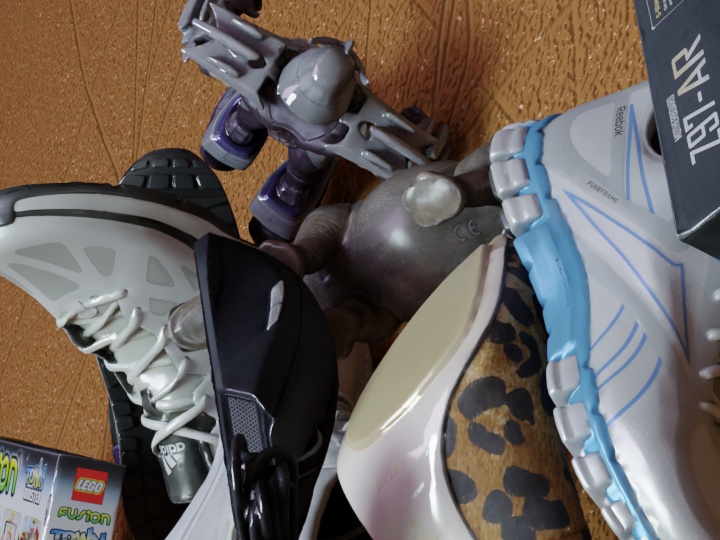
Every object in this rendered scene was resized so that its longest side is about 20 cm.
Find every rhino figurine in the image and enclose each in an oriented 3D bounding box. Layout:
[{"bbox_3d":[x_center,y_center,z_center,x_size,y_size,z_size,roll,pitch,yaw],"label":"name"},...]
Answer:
[{"bbox_3d":[0.000,0.000,0.833,0.199,0.087,0.060,-20,94,33],"label":"rhino figurine"}]

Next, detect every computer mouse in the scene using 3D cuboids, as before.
[{"bbox_3d":[-0.023,0.077,0.742,0.200,0.046,0.141,-107,9,-64],"label":"computer mouse"}]

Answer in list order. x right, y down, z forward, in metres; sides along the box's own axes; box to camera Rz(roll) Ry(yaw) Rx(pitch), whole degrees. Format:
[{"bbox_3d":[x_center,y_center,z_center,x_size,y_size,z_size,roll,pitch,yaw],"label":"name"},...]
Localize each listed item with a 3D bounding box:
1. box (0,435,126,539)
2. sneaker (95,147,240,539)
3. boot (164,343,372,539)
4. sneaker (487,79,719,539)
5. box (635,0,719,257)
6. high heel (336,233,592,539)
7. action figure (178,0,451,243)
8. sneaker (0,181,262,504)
[{"bbox_3d":[-0.171,0.142,1.076,0.200,0.035,0.111,179,103,-68],"label":"box"},{"bbox_3d":[-0.102,0.036,1.052,0.088,0.075,0.201,-137,46,-70],"label":"sneaker"},{"bbox_3d":[-0.012,0.080,0.866,0.095,0.074,0.200,-20,31,34],"label":"boot"},{"bbox_3d":[0.103,0.013,0.675,0.086,0.075,0.201,-30,54,22],"label":"sneaker"},{"bbox_3d":[0.149,-0.121,0.636,0.160,0.043,0.201,-42,38,38],"label":"box"},{"bbox_3d":[0.062,0.088,0.694,0.071,0.142,0.200,-36,23,41],"label":"high heel"},{"bbox_3d":[-0.029,-0.072,0.948,0.069,0.130,0.200,-49,3,-16],"label":"action figure"},{"bbox_3d":[-0.085,0.037,0.921,0.076,0.200,0.116,-18,62,44],"label":"sneaker"}]
